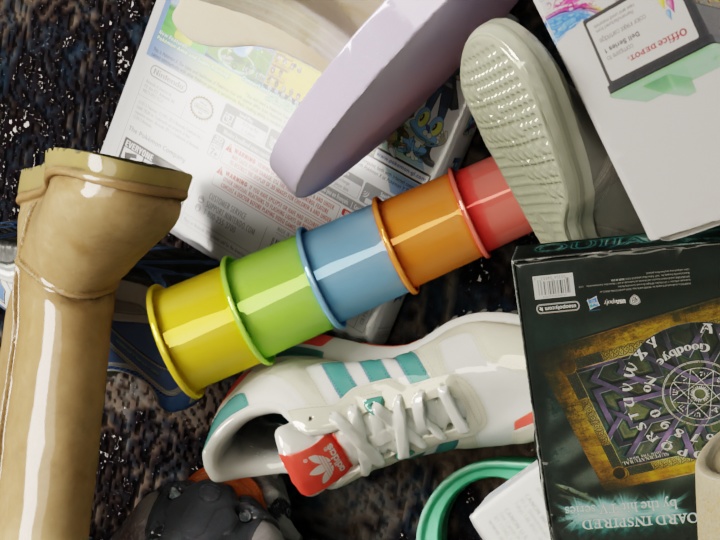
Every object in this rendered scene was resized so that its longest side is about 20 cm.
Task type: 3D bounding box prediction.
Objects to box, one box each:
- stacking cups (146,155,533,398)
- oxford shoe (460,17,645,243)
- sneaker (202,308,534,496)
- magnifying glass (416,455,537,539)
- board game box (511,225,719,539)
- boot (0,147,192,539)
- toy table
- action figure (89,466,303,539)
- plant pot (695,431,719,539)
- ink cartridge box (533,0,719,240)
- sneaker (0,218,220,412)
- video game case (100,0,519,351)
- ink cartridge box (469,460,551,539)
[{"bbox_3d":[0.000,0.000,0.868,0.199,0.061,0.061,-21,81,7],"label":"stacking cups"},{"bbox_3d":[0.094,-0.049,0.772,0.058,0.200,0.075,-38,54,-2],"label":"oxford shoe"},{"bbox_3d":[0.012,0.074,0.858,0.199,0.093,0.071,-4,121,34],"label":"sneaker"},{"bbox_3d":[0.110,0.107,0.853,0.200,0.022,0.080,-29,77,27],"label":"magnifying glass"},{"bbox_3d":[0.169,0.047,0.744,0.199,0.028,0.136,-5,105,13],"label":"board game box"},{"bbox_3d":[-0.133,0.050,0.847,0.175,0.066,0.201,171,107,-71],"label":"boot"},{"bbox_3d":[-0.005,-0.135,0.810,0.117,0.184,0.200,48,123,7],"label":"toy table"},{"bbox_3d":[-0.061,0.166,0.878,0.199,0.194,0.105,10,129,7],"label":"action figure"},{"bbox_3d":[0.205,0.144,0.670,0.187,0.187,0.201,-20,100,30],"label":"plant pot"},{"bbox_3d":[0.128,-0.136,0.718,0.084,0.145,0.201,-17,110,34],"label":"ink cartridge box"},{"bbox_3d":[-0.156,0.019,0.978,0.199,0.076,0.077,18,112,39],"label":"sneaker"},{"bbox_3d":[-0.035,-0.084,0.934,0.200,0.022,0.183,31,107,27],"label":"video game case"},{"bbox_3d":[0.173,0.116,0.798,0.200,0.047,0.160,-36,84,9],"label":"ink cartridge box"}]
